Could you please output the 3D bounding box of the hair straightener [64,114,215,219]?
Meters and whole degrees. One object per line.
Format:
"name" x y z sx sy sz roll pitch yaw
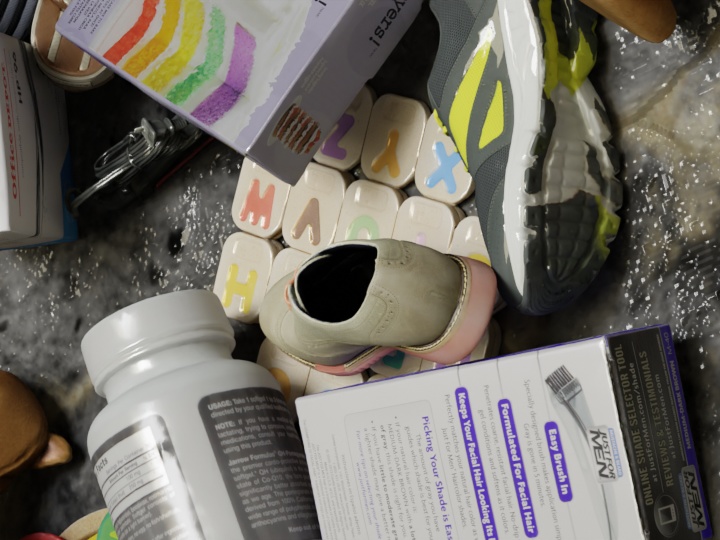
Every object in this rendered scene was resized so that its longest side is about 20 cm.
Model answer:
"hair straightener" -0.108 -0.085 1.454 0.200 0.077 0.041 -32 75 33

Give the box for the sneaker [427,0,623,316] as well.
"sneaker" 0.079 -0.071 1.307 0.085 0.074 0.200 -16 66 44

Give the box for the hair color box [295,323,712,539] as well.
"hair color box" 0.068 0.098 1.287 0.200 0.065 0.109 -13 88 41

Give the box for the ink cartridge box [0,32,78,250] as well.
"ink cartridge box" -0.219 -0.072 1.459 0.068 0.200 0.116 -7 89 8

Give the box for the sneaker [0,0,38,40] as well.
"sneaker" -0.205 -0.239 1.559 0.088 0.074 0.200 48 115 40

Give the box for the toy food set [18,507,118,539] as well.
"toy food set" -0.142 0.230 1.472 0.200 0.049 0.198 -35 64 33

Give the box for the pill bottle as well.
"pill bottle" -0.082 0.116 1.384 0.111 0.111 0.200 -33 69 34

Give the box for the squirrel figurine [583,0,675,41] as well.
"squirrel figurine" 0.117 -0.238 1.218 0.200 0.142 0.187 35 92 26

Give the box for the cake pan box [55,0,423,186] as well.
"cake pan box" -0.047 -0.167 1.379 0.184 0.052 0.200 36 90 39

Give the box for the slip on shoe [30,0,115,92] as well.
"slip on shoe" -0.136 -0.197 1.501 0.076 0.061 0.200 16 82 5

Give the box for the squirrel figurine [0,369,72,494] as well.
"squirrel figurine" -0.256 0.149 1.511 0.187 0.142 0.200 -41 27 9

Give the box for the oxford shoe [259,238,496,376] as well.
"oxford shoe" -0.009 0.009 1.317 0.200 0.074 0.071 -12 61 60

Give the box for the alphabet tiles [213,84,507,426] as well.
"alphabet tiles" 0.000 0.000 1.396 0.200 0.015 0.196 20 99 40
